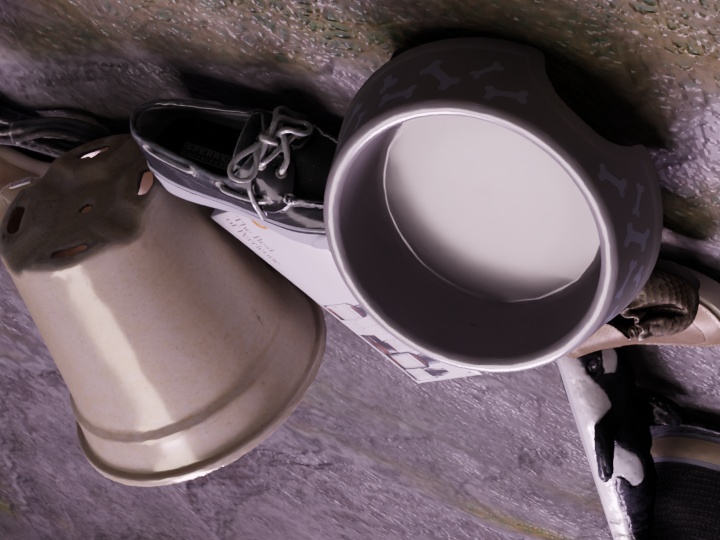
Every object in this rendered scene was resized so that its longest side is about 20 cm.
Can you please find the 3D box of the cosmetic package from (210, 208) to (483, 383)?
[{"bbox_3d":[0.000,0.000,1.563,0.200,0.051,0.082,39,153,-21],"label":"cosmetic package"}]

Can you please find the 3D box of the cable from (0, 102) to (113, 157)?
[{"bbox_3d":[-0.266,-0.096,1.662,0.199,0.050,0.097,23,154,16],"label":"cable"}]

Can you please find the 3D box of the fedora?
[{"bbox_3d":[0.252,0.186,1.601,0.200,0.092,0.201,24,155,12],"label":"fedora"}]

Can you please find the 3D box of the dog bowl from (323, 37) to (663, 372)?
[{"bbox_3d":[0.069,-0.030,1.311,0.199,0.059,0.201,12,125,18],"label":"dog bowl"}]

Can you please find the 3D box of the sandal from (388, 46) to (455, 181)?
[{"bbox_3d":[0.065,-0.057,1.381,0.075,0.048,0.201,12,151,31],"label":"sandal"}]

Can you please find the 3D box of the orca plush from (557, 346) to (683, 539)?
[{"bbox_3d":[0.187,0.117,1.539,0.105,0.071,0.201,-95,-13,-82],"label":"orca plush"}]

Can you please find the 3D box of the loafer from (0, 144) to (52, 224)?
[{"bbox_3d":[-0.253,-0.046,1.726,0.199,0.069,0.076,10,150,36],"label":"loafer"}]

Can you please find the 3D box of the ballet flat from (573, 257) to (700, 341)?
[{"bbox_3d":[0.104,0.003,1.379,0.199,0.047,0.067,15,161,12],"label":"ballet flat"}]

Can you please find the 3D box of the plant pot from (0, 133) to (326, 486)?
[{"bbox_3d":[-0.150,0.014,1.601,0.200,0.201,0.184,7,140,40],"label":"plant pot"}]

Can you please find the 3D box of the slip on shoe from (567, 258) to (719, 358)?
[{"bbox_3d":[0.144,0.028,1.447,0.199,0.061,0.076,11,151,34],"label":"slip on shoe"}]

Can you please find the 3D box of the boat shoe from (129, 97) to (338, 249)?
[{"bbox_3d":[-0.056,-0.070,1.455,0.198,0.074,0.068,20,163,29],"label":"boat shoe"}]
